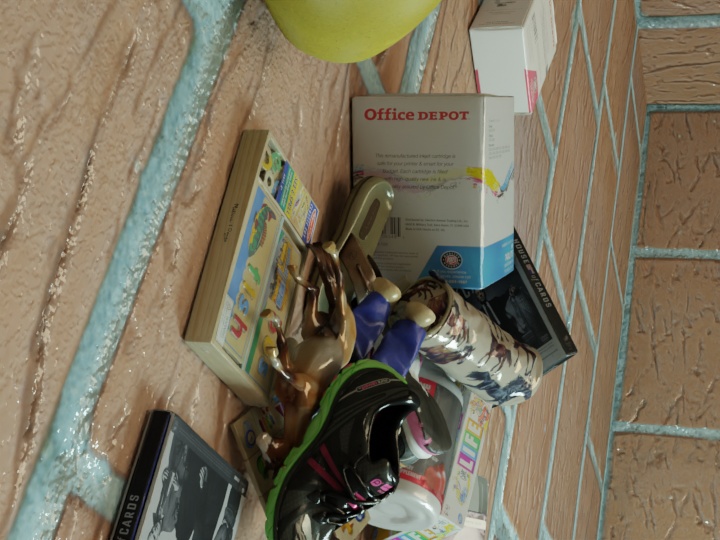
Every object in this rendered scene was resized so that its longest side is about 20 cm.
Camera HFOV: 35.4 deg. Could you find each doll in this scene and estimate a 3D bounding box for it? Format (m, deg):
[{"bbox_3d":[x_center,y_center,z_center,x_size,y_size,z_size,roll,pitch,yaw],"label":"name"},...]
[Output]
[{"bbox_3d":[-0.013,0.100,1.034,0.200,0.136,0.048,-57,-176,-30],"label":"doll"}]

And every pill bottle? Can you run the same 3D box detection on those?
[{"bbox_3d":[0.050,0.169,1.220,0.111,0.110,0.200,66,32,-50],"label":"pill bottle"}]

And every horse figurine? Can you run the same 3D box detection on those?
[{"bbox_3d":[-0.044,0.062,0.969,0.200,0.050,0.133,-66,149,-45],"label":"horse figurine"}]

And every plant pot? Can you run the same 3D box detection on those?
[{"bbox_3d":[-0.011,-0.260,0.943,0.142,0.200,0.200,111,-1,-52],"label":"plant pot"}]

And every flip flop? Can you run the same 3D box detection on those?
[{"bbox_3d":[0.000,0.000,1.122,0.200,0.057,0.081,-68,153,-17],"label":"flip flop"}]

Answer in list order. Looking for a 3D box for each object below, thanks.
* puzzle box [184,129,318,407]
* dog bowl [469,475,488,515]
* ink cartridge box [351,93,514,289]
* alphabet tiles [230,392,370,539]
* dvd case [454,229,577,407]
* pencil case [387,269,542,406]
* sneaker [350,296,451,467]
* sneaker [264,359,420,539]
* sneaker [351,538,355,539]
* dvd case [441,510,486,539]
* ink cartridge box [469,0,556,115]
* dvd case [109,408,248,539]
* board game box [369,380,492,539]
[{"bbox_3d":[-0.087,0.000,0.955,0.133,0.025,0.200,59,38,-57],"label":"puzzle box"},{"bbox_3d":[0.118,0.322,1.497,0.200,0.059,0.201,3,90,-69],"label":"dog bowl"},{"bbox_3d":[0.083,-0.091,1.228,0.146,0.146,0.200,-21,112,-67],"label":"ink cartridge box"},{"bbox_3d":[-0.044,0.182,1.040,0.167,0.008,0.200,69,24,-6],"label":"alphabet tiles"},{"bbox_3d":[0.159,0.042,1.338,0.025,0.150,0.200,-10,67,-40],"label":"dvd case"},{"bbox_3d":[0.113,0.076,1.186,0.200,0.078,0.090,36,28,-41],"label":"pencil case"},{"bbox_3d":[0.016,0.113,1.149,0.080,0.086,0.200,35,29,-45],"label":"sneaker"},{"bbox_3d":[-0.014,0.172,0.934,0.077,0.084,0.200,30,83,-55],"label":"sneaker"},{"bbox_3d":[-0.038,0.340,1.087,0.096,0.079,0.200,131,-42,-74],"label":"sneaker"},{"bbox_3d":[0.082,0.381,1.350,0.149,0.016,0.200,19,71,-32],"label":"dvd case"},{"bbox_3d":[0.233,-0.347,1.697,0.200,0.083,0.147,-64,149,-46],"label":"ink cartridge box"},{"bbox_3d":[-0.142,0.224,0.831,0.150,0.025,0.200,61,37,-55],"label":"dvd case"},{"bbox_3d":[0.084,0.222,1.300,0.034,0.134,0.200,36,47,-18],"label":"board game box"}]
